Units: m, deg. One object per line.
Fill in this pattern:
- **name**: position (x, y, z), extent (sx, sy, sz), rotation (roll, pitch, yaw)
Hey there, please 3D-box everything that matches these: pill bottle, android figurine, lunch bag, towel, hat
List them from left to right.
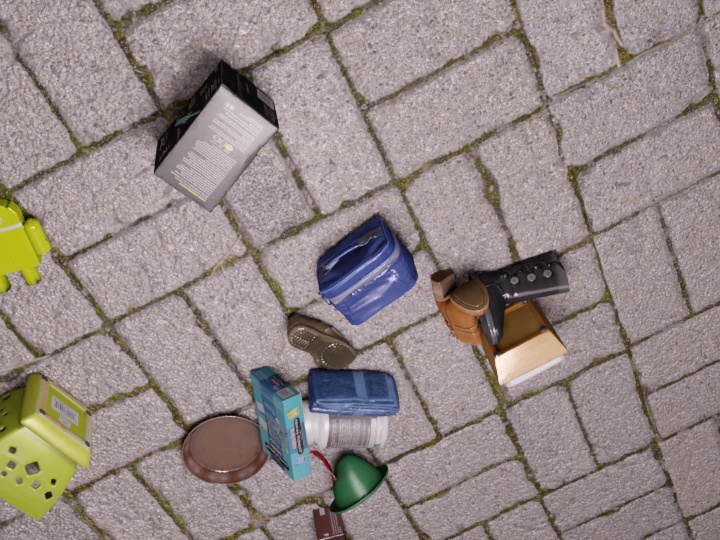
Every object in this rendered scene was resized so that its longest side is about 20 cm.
- **android figurine**: position (-0.679, -0.052, 1.570), extent (0.179, 0.041, 0.202), rotation (-13, 123, -3)
- **hat**: position (-0.046, 0.439, 1.936), extent (0.165, 0.200, 0.177), rotation (-39, 95, -28)
- **pill bottle**: position (-0.044, 0.339, 1.875), extent (0.197, 0.114, 0.115), rotation (1, 120, -13)
- **towel**: position (-0.016, 0.264, 1.838), extent (0.197, 0.113, 0.049), rotation (4, 132, -13)
- **lunch bag**: position (0.000, 0.000, 1.675), extent (0.199, 0.136, 0.133), rotation (-35, 120, 12)

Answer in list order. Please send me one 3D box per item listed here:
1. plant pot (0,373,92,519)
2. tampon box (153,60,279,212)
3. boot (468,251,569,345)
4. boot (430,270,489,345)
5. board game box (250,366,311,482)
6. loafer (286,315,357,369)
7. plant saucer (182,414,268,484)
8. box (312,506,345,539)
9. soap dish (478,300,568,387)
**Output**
- **plant pot**: position (-0.662, 0.344, 1.718), extent (0.181, 0.199, 0.200), rotation (-41, 119, 6)
- **tampon box**: position (-0.255, -0.236, 1.480), extent (0.126, 0.150, 0.200), rotation (35, 109, -26)
- **boot**: position (0.345, 0.058, 1.767), extent (0.197, 0.167, 0.066), rotation (-12, 154, -4)
- **boot**: position (0.224, 0.094, 1.740), extent (0.073, 0.200, 0.156), rotation (-27, 115, -11)
- **board game box**: position (-0.171, 0.328, 1.808), extent (0.046, 0.150, 0.203), rotation (-19, 118, -28)
- **loafer**: position (-0.081, 0.147, 1.788), extent (0.076, 0.068, 0.199), rotation (-38, 135, 16)
- **plant saucer**: position (-0.305, 0.401, 1.908), extent (0.197, 0.035, 0.203), rotation (-4, 120, -8)
- **box**: position (-0.064, 0.692, 2.085), extent (0.074, 0.101, 0.202), rotation (-13, 122, -3)
- **soap dish**: position (0.337, 0.147, 1.791), extent (0.156, 0.201, 0.082), rotation (-28, 113, 7)
